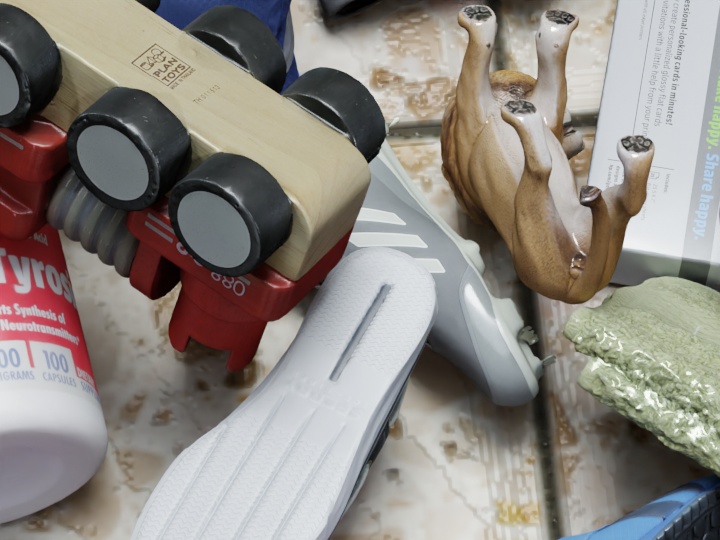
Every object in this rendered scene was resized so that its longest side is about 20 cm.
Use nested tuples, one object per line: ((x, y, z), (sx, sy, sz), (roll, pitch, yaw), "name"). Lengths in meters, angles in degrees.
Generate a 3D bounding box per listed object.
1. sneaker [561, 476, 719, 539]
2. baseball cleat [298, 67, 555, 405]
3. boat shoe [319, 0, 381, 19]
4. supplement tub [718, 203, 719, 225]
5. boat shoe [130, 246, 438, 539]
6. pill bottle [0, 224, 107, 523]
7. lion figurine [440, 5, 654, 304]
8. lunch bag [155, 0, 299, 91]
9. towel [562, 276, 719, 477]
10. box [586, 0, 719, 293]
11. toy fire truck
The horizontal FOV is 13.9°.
((0.102, 0.130, 1.245), (0.078, 0.066, 0.200), (8, 23, 40), "sneaker")
((0.000, 0.000, 1.348), (0.106, 0.070, 0.200), (-31, 59, -6), "baseball cleat")
((0.073, -0.156, 1.422), (0.200, 0.073, 0.063), (-5, 76, 2), "boat shoe")
((0.214, -0.003, 1.250), (0.107, 0.107, 0.200), (-10, 36, -5), "supplement tub")
((-0.025, 0.083, 1.243), (0.072, 0.071, 0.200), (30, 66, 18), "boat shoe")
((-0.186, 0.005, 1.310), (0.112, 0.112, 0.200), (-13, 65, -7), "pill bottle")
((0.077, -0.037, 1.289), (0.072, 0.123, 0.200), (0, 33, -6), "lion figurine")
((-0.107, -0.153, 1.367), (0.136, 0.132, 0.200), (-8, 47, -10), "lunch bag")
((0.188, 0.066, 1.274), (0.200, 0.148, 0.037), (34, 111, 12), "towel")
((0.209, -0.056, 1.383), (0.200, 0.041, 0.156), (10, 65, 4), "box")
((-0.090, -0.027, 1.257), (0.176, 0.200, 0.129), (33, 46, 12), "toy fire truck")
